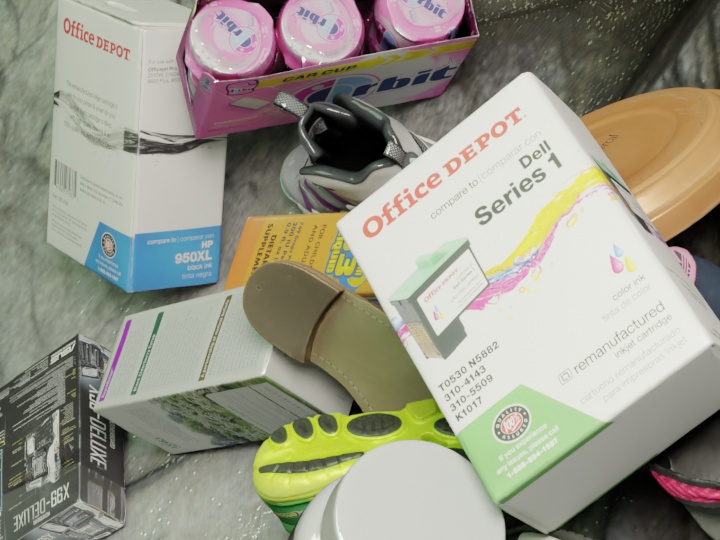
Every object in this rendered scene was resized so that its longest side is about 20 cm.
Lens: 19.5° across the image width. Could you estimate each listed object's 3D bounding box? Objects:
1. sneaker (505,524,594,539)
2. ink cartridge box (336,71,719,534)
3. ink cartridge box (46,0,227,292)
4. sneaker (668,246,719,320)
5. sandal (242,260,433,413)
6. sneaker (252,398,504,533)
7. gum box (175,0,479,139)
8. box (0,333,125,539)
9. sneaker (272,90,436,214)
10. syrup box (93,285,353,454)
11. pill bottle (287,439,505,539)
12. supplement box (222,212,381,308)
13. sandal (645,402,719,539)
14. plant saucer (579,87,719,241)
[{"bbox_3d":[0.128,0.196,1.136,0.199,0.074,0.089,8,65,49],"label":"sneaker"},{"bbox_3d":[0.097,0.016,1.146,0.144,0.084,0.201,-38,59,12],"label":"ink cartridge box"},{"bbox_3d":[-0.169,-0.101,1.590,0.144,0.084,0.202,27,117,52],"label":"ink cartridge box"},{"bbox_3d":[0.129,0.025,1.260,0.199,0.082,0.071,-19,51,36],"label":"sneaker"},{"bbox_3d":[0.023,0.062,1.331,0.211,0.070,0.078,37,105,13],"label":"sandal"},{"bbox_3d":[0.037,0.125,1.265,0.198,0.084,0.075,-2,48,11],"label":"sneaker"},{"bbox_3d":[-0.030,-0.153,1.448,0.114,0.198,0.067,126,131,-71],"label":"gum box"},{"bbox_3d":[-0.265,0.162,1.591,0.199,0.050,0.159,-33,43,25],"label":"box"},{"bbox_3d":[-0.019,-0.086,1.450,0.199,0.139,0.078,7,71,48],"label":"sneaker"},{"bbox_3d":[-0.090,0.067,1.443,0.199,0.079,0.082,-13,52,48],"label":"syrup box"},{"bbox_3d":[0.007,0.179,1.172,0.200,0.113,0.115,118,164,-56],"label":"pill bottle"},{"bbox_3d":[0.000,0.000,1.428,0.199,0.069,0.067,-1,63,43],"label":"supplement box"},{"bbox_3d":[0.184,0.094,1.144,0.200,0.045,0.075,38,94,33],"label":"sandal"},{"bbox_3d":[0.147,-0.056,1.276,0.199,0.032,0.201,-25,20,10],"label":"plant saucer"}]
